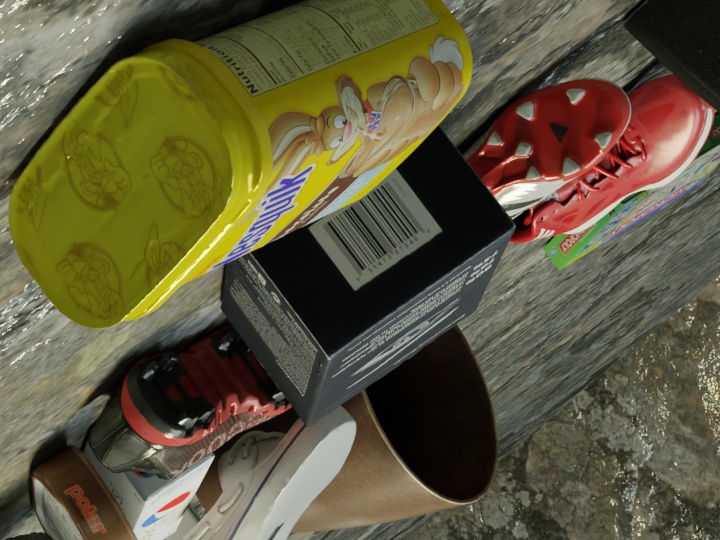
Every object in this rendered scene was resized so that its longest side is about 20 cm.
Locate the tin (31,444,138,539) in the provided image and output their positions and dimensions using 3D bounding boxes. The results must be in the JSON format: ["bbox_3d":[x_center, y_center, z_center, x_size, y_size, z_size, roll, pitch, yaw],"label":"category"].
[{"bbox_3d":[-0.191,0.188,1.791,0.042,0.112,0.200,-27,167,-14],"label":"tin"}]

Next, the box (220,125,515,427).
[{"bbox_3d":[0.000,0.000,1.604,0.148,0.104,0.200,-35,170,-14],"label":"box"}]

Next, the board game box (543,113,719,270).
[{"bbox_3d":[0.276,-0.082,2.410,0.200,0.029,0.135,-30,167,-33],"label":"board game box"}]

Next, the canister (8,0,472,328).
[{"bbox_3d":[-0.051,-0.062,1.200,0.200,0.087,0.149,-28,167,-50],"label":"canister"}]

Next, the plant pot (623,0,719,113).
[{"bbox_3d":[0.338,-0.172,1.779,0.200,0.177,0.199,-42,169,22],"label":"plant pot"}]

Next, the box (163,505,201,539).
[{"bbox_3d":[-0.132,0.243,2.152,0.036,0.144,0.200,-37,170,-7],"label":"box"}]

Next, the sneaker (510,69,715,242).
[{"bbox_3d":[0.184,-0.076,1.975,0.115,0.078,0.200,-27,165,-50],"label":"sneaker"}]

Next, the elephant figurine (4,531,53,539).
[{"bbox_3d":[-0.251,0.275,1.852,0.141,0.155,0.200,-11,154,-7],"label":"elephant figurine"}]

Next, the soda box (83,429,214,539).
[{"bbox_3d":[-0.164,0.155,1.853,0.064,0.068,0.200,-33,169,-23],"label":"soda box"}]

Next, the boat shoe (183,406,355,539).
[{"bbox_3d":[-0.073,0.152,1.834,0.071,0.070,0.200,-26,157,-44],"label":"boat shoe"}]

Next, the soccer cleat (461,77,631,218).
[{"bbox_3d":[0.105,-0.072,1.772,0.200,0.069,0.085,-37,179,20],"label":"soccer cleat"}]

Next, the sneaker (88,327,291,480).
[{"bbox_3d":[-0.114,0.093,1.738,0.098,0.071,0.200,-43,167,29],"label":"sneaker"}]

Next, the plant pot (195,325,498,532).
[{"bbox_3d":[-0.029,0.123,1.940,0.200,0.187,0.187,-26,177,29],"label":"plant pot"}]
